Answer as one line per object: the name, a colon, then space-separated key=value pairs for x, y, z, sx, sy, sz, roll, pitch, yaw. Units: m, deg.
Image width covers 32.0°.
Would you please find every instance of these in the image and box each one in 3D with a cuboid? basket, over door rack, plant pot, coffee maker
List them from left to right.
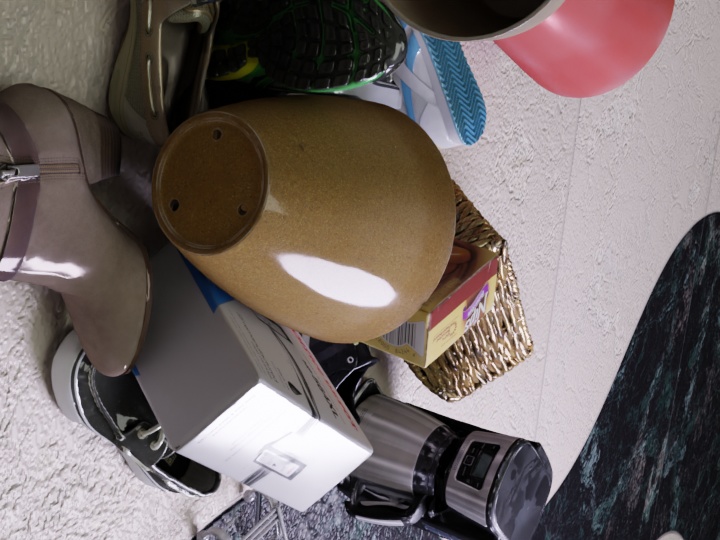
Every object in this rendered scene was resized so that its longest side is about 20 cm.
over door rack: x=-0.106 y=0.317 z=1.121 sx=0.147 sy=0.066 sz=0.203 roll=-38 pitch=114 yaw=-46
plant pot: x=-0.055 y=-0.048 z=0.888 sx=0.199 sy=0.184 sz=0.189 roll=12 pitch=94 yaw=-62
basket: x=0.078 y=0.020 z=1.320 sx=0.141 sy=0.149 sz=0.201 roll=-30 pitch=138 yaw=-7
coffee maker: x=0.092 y=0.209 z=1.293 sx=0.191 sy=0.198 sz=0.137 roll=19 pitch=88 yaw=-60
plant pot: x=0.116 y=-0.276 z=1.071 sx=0.200 sy=0.185 sz=0.190 roll=-3 pitch=107 yaw=-71
plant pot: x=0.192 y=-0.294 z=1.263 sx=0.176 sy=0.199 sz=0.204 roll=12 pitch=93 yaw=-50

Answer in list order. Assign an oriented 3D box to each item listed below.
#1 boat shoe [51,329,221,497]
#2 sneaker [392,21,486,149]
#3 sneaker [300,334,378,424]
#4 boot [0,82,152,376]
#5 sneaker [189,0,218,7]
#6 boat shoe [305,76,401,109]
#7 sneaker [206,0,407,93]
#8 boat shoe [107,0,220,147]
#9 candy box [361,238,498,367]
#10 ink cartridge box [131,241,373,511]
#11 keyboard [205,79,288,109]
boat shoe: x=-0.161 y=0.110 z=0.949 sx=0.071 sy=0.063 sz=0.201 roll=-60 pitch=147 yaw=-23
sneaker: x=0.048 y=-0.207 z=1.156 sx=0.076 sy=0.080 sz=0.203 roll=-32 pitch=111 yaw=-47
sneaker: x=-0.013 y=0.060 z=1.159 sx=0.071 sy=0.082 sz=0.203 roll=-9 pitch=111 yaw=-58
boot: x=-0.203 y=-0.017 z=0.802 sx=0.146 sy=0.069 sz=0.204 roll=-21 pitch=108 yaw=-63
sneaker: x=-0.060 y=-0.248 z=0.855 sx=0.200 sy=0.076 sz=0.086 roll=-50 pitch=128 yaw=-57
boat shoe: x=-0.009 y=-0.174 z=1.050 sx=0.199 sy=0.072 sz=0.069 roll=-6 pitch=104 yaw=-71
sneaker: x=-0.035 y=-0.163 z=0.881 sx=0.084 sy=0.199 sz=0.079 roll=5 pitch=97 yaw=-42
boat shoe: x=-0.123 y=-0.186 z=0.866 sx=0.072 sy=0.064 sz=0.203 roll=2 pitch=103 yaw=-49
candy box: x=0.000 y=0.000 z=1.037 sx=0.116 sy=0.198 sz=0.057 roll=-36 pitch=136 yaw=-48
ink cartridge box: x=-0.091 y=0.085 z=0.960 sx=0.084 sy=0.147 sz=0.200 roll=-39 pitch=148 yaw=6
keyboard: x=-0.092 y=-0.220 z=0.960 sx=0.103 sy=0.040 sz=0.202 roll=-25 pitch=129 yaw=-25
